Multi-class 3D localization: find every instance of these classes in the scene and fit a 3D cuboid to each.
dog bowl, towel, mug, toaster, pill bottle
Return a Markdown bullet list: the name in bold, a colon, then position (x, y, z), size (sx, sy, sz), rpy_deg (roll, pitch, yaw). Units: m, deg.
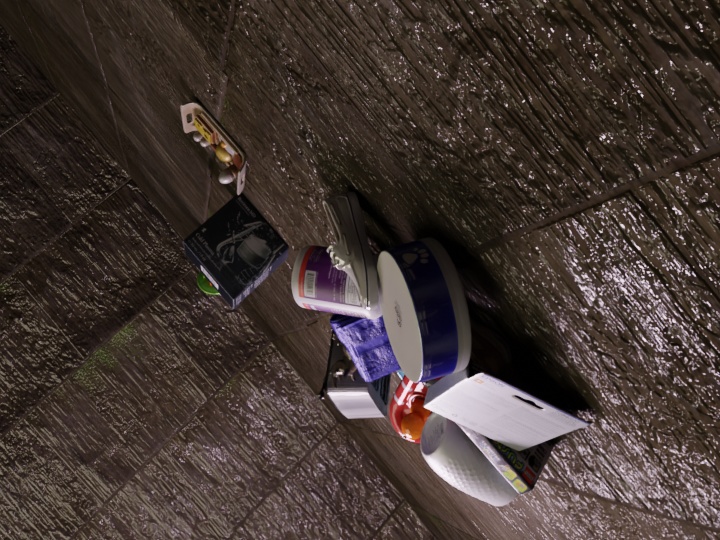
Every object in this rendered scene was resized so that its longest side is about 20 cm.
- **dog bowl**: position (0.090, 0.059, 0.989), size (0.200, 0.076, 0.207), rpy_deg (166, 91, -78)
- **towel**: position (0.036, 0.145, 1.346), size (0.050, 0.144, 0.202), rpy_deg (-100, -12, -46)
- **mug**: position (0.205, 0.311, 1.235), size (0.172, 0.204, 0.148), rpy_deg (27, 132, -18)
- **toaster**: position (-0.007, 0.244, 1.553), size (0.115, 0.205, 0.182), rpy_deg (-4, 146, 19)
- **pill bottle**: position (-0.018, 0.022, 1.176), size (0.194, 0.115, 0.114), rpy_deg (8, 148, 19)

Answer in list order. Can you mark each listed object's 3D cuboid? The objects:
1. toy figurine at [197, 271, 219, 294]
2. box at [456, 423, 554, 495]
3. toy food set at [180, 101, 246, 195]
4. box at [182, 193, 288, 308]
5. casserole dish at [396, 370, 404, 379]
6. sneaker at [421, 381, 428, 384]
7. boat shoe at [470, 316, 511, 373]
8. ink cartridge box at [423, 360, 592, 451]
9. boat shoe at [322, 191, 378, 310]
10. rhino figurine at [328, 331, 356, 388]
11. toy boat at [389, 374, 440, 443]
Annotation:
- **toy figurine**: position (-0.558, -0.047, 2.489), size (0.187, 0.146, 0.203), rpy_deg (95, 156, -50)
- **box**: position (0.243, 0.274, 1.156), size (0.201, 0.110, 0.035), rpy_deg (48, 138, 3)
- **toy food set**: position (-0.333, -0.273, 1.494), size (0.201, 0.060, 0.144), rpy_deg (48, 163, 2)
- **box**: position (-0.321, -0.050, 1.710), size (0.201, 0.196, 0.124), rpy_deg (47, 162, 2)
- **casserole dish**: position (0.143, 0.251, 1.482), size (0.122, 0.039, 0.199), rpy_deg (54, 161, -17)
- **sneaker**: position (0.136, 0.173, 1.232), size (0.075, 0.086, 0.199), rpy_deg (58, 162, -8)
- **boat shoe**: position (0.154, 0.107, 1.085), size (0.198, 0.072, 0.077), rpy_deg (33, 158, 41)
- **ink cartridge box**: position (0.224, 0.208, 1.029), size (0.195, 0.041, 0.200), rpy_deg (26, 148, -10)
- **boat shoe**: position (-0.021, -0.029, 1.077), size (0.071, 0.068, 0.206), rpy_deg (119, 139, -72)
- **rhino figurine**: position (-0.018, 0.162, 1.450), size (0.086, 0.205, 0.059), rpy_deg (20, 176, 31)
- **toy boat**: position (0.122, 0.291, 1.359), size (0.128, 0.131, 0.203), rpy_deg (30, 135, 8)
